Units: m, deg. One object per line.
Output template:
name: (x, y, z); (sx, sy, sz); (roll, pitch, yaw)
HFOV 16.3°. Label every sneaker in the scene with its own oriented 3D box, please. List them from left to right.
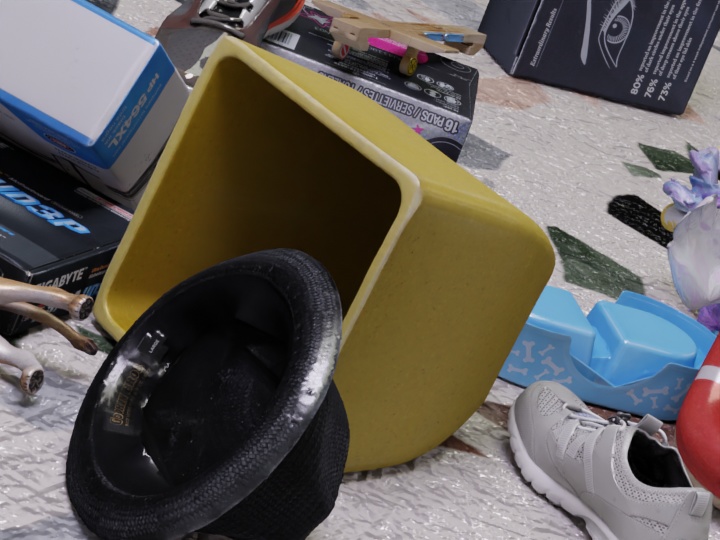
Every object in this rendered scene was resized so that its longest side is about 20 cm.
sneaker: (-0.089, -0.186, 1.734); (0.077, 0.082, 0.200); (25, 40, 3)
sneaker: (0.159, 0.116, 1.517); (0.075, 0.082, 0.200); (8, 25, -32)

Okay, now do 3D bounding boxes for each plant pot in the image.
plant pot: (0.000, 0.000, 1.509); (0.200, 0.196, 0.194); (9, 23, -47)

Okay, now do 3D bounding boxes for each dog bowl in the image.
dog bowl: (0.154, 0.049, 1.725); (0.200, 0.050, 0.111); (15, 22, -19)

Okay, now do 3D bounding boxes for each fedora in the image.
fedora: (-0.062, 0.084, 1.324); (0.092, 0.201, 0.201); (46, 7, -31)

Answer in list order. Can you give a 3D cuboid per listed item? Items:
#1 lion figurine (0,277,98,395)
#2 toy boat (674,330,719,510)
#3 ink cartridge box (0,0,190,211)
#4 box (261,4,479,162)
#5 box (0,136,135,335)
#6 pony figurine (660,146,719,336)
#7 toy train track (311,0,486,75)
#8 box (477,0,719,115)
lion figurine: (-0.242, 0.026, 1.385); (0.122, 0.073, 0.200); (17, 2, 27)
toy boat: (0.285, 0.065, 1.607); (0.130, 0.200, 0.131); (25, -24, 14)
ink cartridge box: (-0.186, -0.111, 1.615); (0.146, 0.084, 0.200); (28, -11, 16)
box: (-0.026, -0.114, 1.861); (0.200, 0.115, 0.132); (20, 22, -2)
box: (-0.243, -0.038, 1.550); (0.200, 0.046, 0.159); (29, 21, 19)
pony figurine: (0.290, -0.010, 1.845); (0.166, 0.193, 0.200); (-18, 32, -9)
toy train track: (0.034, -0.164, 1.842); (0.115, 0.033, 0.200); (24, 15, 26)
box: (0.235, -0.251, 2.407); (0.200, 0.148, 0.104); (13, 22, -24)
